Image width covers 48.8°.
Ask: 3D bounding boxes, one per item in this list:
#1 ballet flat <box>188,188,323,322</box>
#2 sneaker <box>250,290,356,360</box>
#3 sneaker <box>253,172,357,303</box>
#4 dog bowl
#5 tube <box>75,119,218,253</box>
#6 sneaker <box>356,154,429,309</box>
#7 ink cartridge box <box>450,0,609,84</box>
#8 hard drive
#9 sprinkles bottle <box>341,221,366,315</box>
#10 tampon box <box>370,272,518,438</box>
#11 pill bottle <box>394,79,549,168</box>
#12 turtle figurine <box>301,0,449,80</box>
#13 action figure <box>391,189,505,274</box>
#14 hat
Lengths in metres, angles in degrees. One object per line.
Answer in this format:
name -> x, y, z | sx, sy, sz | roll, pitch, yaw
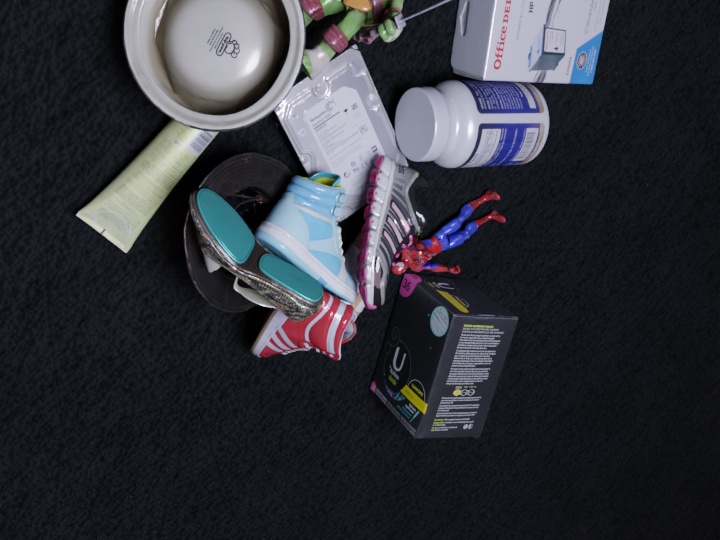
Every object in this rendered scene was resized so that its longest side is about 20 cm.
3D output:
ballet flat -> -0.133, -0.006, 0.922 | 0.199, 0.068, 0.075 | 40, 127, -14
sneaker -> -0.074, 0.084, 1.053 | 0.111, 0.200, 0.072 | 27, 57, -8
sneaker -> -0.040, -0.047, 1.023 | 0.200, 0.079, 0.132 | 42, 72, -51
dog bowl -> -0.157, -0.255, 0.880 | 0.196, 0.074, 0.205 | 0, 96, -1
tube -> -0.249, -0.119, 0.954 | 0.201, 0.058, 0.052 | -49, 170, 3
sneaker -> 0.047, -0.047, 1.045 | 0.086, 0.074, 0.204 | 10, 82, -10
ink cartridge box -> 0.236, -0.339, 1.096 | 0.197, 0.086, 0.149 | -6, 115, -28
hard drive -> -0.026, -0.178, 1.053 | 0.139, 0.038, 0.202 | -35, 123, -11
sprinkles bottle -> 0.000, 0.000, 1.129 | 0.068, 0.068, 0.202 | 29, 97, -35
tampon box -> 0.122, 0.128, 1.205 | 0.124, 0.150, 0.204 | 5, 109, -31
pill bottle -> 0.151, -0.200, 1.082 | 0.197, 0.115, 0.118 | -7, 115, -32
turtle figurine -> -0.011, -0.327, 0.919 | 0.192, 0.200, 0.145 | -35, 109, 0
action figure -> 0.138, -0.040, 1.173 | 0.198, 0.099, 0.066 | -30, 122, -11
hat -> -0.164, -0.053, 1.000 | 0.199, 0.080, 0.205 | -21, 119, -44
